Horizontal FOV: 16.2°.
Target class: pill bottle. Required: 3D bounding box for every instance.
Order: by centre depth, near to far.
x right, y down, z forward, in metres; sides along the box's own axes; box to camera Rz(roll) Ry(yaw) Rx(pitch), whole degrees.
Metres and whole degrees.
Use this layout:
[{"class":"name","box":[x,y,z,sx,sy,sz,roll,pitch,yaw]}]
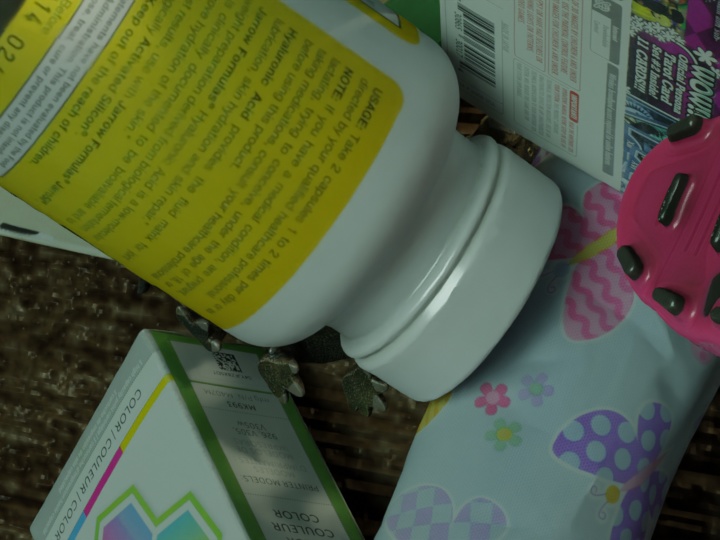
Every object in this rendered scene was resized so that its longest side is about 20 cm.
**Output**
[{"class":"pill bottle","box":[-0.040,-0.047,0.765,0.112,0.199,0.111,-51,15,20]}]

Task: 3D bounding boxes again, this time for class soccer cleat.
[{"class":"soccer cleat","box":[0.149,0.005,0.648,0.199,0.086,0.070,11,78,55]}]

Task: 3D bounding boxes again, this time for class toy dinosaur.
[{"class":"toy dinosaur","box":[0.000,0.000,0.902,0.199,0.102,0.077,-22,101,49]}]

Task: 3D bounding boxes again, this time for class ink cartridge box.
[{"class":"ink cartridge box","box":[-0.045,0.126,0.894,0.104,0.059,0.200,-59,41,27]}]

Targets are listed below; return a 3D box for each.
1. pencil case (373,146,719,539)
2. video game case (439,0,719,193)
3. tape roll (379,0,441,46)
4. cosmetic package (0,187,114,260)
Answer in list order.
[{"class":"pencil case","box":[0.065,0.054,0.799,0.090,0.083,0.201,18,70,13]},{"class":"video game case","box":[0.101,-0.075,0.697,0.181,0.200,0.036,30,67,19]},{"class":"tape roll","box":[-0.002,-0.159,0.934,0.199,0.048,0.202,-4,83,37]},{"class":"cosmetic package","box":[-0.108,-0.049,0.909,0.200,0.103,0.074,-157,80,-73]}]
